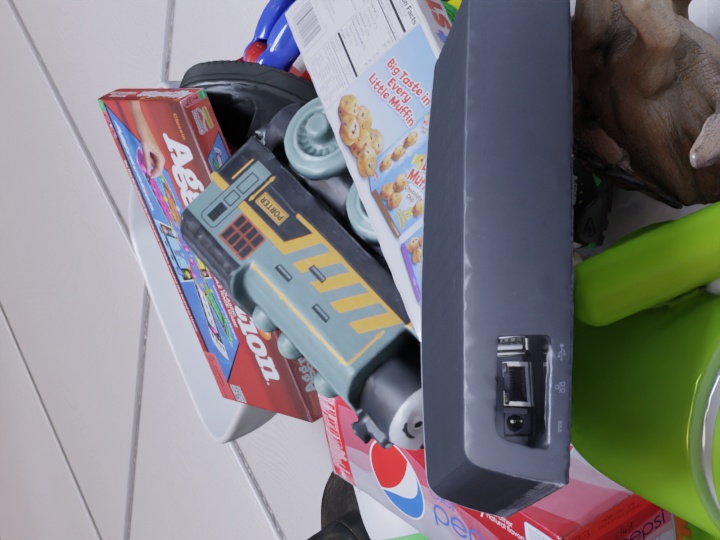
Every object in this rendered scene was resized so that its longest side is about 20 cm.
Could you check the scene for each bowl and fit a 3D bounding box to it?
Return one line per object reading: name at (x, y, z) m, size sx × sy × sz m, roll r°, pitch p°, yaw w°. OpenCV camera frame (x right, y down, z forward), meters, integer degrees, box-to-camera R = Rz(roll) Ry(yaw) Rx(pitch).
bowl at (-0.080, -0.007, 1.167) m, size 0.200 × 0.075 × 0.200 m, roll 66°, pitch 154°, yaw 25°

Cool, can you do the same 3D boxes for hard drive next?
hard drive at (0.051, -0.011, 0.686) m, size 0.135 × 0.042 × 0.200 m, roll 113°, pitch 159°, yaw -76°

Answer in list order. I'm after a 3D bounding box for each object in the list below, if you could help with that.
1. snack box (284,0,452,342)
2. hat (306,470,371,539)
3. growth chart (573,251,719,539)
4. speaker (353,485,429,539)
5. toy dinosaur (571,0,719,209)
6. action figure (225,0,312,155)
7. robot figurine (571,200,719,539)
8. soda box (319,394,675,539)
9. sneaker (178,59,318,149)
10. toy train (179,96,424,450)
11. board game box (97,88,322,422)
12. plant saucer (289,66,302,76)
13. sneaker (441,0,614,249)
snack box at (0.024, -0.065, 0.821) m, size 0.072 × 0.024 × 0.200 m, roll -40°, pitch 55°, yaw 29°
hat at (-0.015, 0.226, 1.225) m, size 0.201 × 0.081 × 0.201 m, roll 168°, pitch 90°, yaw -68°
growth chart at (0.131, 0.085, 0.869) m, size 0.200 × 0.018 × 0.145 m, roll 59°, pitch 154°, yaw 18°
speaker at (0.024, 0.064, 1.040) m, size 0.088 × 0.088 × 0.200 m, roll -22°, pitch 82°, yaw 67°
toy dinosaur at (0.122, -0.065, 0.717) m, size 0.200 × 0.086 × 0.136 m, roll -114°, pitch 20°, yaw -56°
action figure at (-0.049, -0.128, 1.046) m, size 0.200 × 0.052 × 0.065 m, roll -60°, pitch 40°, yaw 8°
robot figurine at (0.153, 0.046, 0.694) m, size 0.200 × 0.116 × 0.175 m, roll 26°, pitch 149°, yaw 60°
soda box at (0.063, 0.098, 0.883) m, size 0.200 × 0.070 × 0.063 m, roll 29°, pitch 139°, yaw 49°
sneaker at (-0.015, -0.038, 0.977) m, size 0.060 × 0.200 × 0.104 m, roll 116°, pitch 172°, yaw -66°
toy train at (0.000, 0.000, 0.881) m, size 0.200 × 0.114 × 0.085 m, roll 46°, pitch 179°, yaw 32°
board game box at (-0.083, -0.009, 1.021) m, size 0.103 × 0.019 × 0.200 m, roll 7°, pitch 123°, yaw 55°
plant saucer at (-0.051, -0.030, 1.227) m, size 0.200 × 0.037 × 0.200 m, roll 147°, pitch 109°, yaw -66°
sneaker at (0.057, -0.069, 0.892) m, size 0.200 × 0.085 × 0.078 m, roll 48°, pitch 143°, yaw 46°
